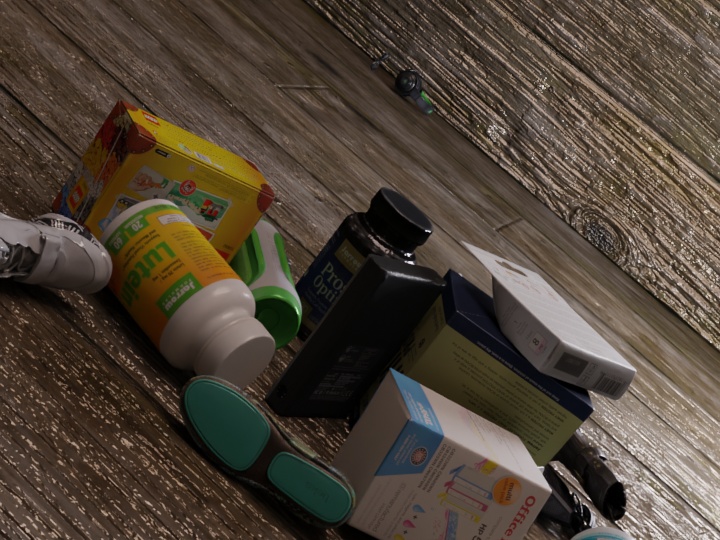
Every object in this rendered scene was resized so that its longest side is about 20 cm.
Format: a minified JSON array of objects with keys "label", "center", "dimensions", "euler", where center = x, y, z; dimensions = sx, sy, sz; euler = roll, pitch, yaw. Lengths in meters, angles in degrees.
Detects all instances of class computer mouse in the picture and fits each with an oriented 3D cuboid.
[{"label":"computer mouse","center":[0.224,0.280,1.604],"dimensions":[0.201,0.053,0.139],"euler":[50,14,-5]}]

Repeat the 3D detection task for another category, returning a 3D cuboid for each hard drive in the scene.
[{"label":"hard drive","center":[-0.002,0.076,1.394],"dimensions":[0.033,0.201,0.139],"euler":[46,19,29]}]

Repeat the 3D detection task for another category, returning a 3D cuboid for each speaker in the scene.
[{"label":"speaker","center":[-0.121,0.013,1.512],"dimensions":[0.088,0.089,0.201],"euler":[30,19,-24]}]

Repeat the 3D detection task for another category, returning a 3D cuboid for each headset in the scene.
[{"label":"headset","center":[0.116,-0.489,3.364],"dimensions":[0.201,0.094,0.124],"euler":[52,12,-6]}]

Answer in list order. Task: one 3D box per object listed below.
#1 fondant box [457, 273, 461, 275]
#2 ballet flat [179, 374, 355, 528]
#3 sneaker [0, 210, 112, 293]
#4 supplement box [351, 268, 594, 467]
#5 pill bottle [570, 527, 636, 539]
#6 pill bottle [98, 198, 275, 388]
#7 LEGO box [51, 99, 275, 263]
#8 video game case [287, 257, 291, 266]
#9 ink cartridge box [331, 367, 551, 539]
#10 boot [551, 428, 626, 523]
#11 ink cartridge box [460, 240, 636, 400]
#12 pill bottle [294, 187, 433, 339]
[{"label":"fondant box","center":[0.080,0.088,1.623],"dimensions":[0.200,0.143,0.059],"euler":[-90,156,-70]},{"label":"ballet flat","center":[-0.091,0.176,1.213],"dimensions":[0.199,0.074,0.074],"euler":[41,17,3]},{"label":"sneaker","center":[-0.324,-0.010,1.180],"dimensions":[0.198,0.076,0.115],"euler":[25,21,-24]},{"label":"supplement box","center":[0.123,0.150,1.459],"dimensions":[0.199,0.201,0.135],"euler":[34,17,-11]},{"label":"pill bottle","center":[0.256,0.359,1.349],"dimensions":[0.110,0.111,0.200],"euler":[39,16,3]},{"label":"pill bottle","center":[-0.178,0.030,1.305],"dimensions":[0.200,0.112,0.111],"euler":[46,19,26]},{"label":"LEGO box","center":[-0.219,-0.078,1.434],"dimensions":[0.199,0.150,0.077],"euler":[24,21,-40]},{"label":"video game case","center":[-0.201,-0.084,1.701],"dimensions":[0.180,0.026,0.201],"euler":[20,26,-47]},{"label":"ink cartridge box","center":[0.090,0.218,1.300],"dimensions":[0.198,0.130,0.125],"euler":[28,12,-17]},{"label":"boot","center":[0.286,0.259,1.672],"dimensions":[0.175,0.069,0.201],"euler":[54,-6,30]},{"label":"ink cartridge box","center":[0.205,0.058,1.456],"dimensions":[0.161,0.057,0.200],"euler":[21,16,-44]},{"label":"pill bottle","center":[0.000,0.000,1.594],"dimensions":[0.111,0.201,0.112],"euler":[34,17,-12]}]
